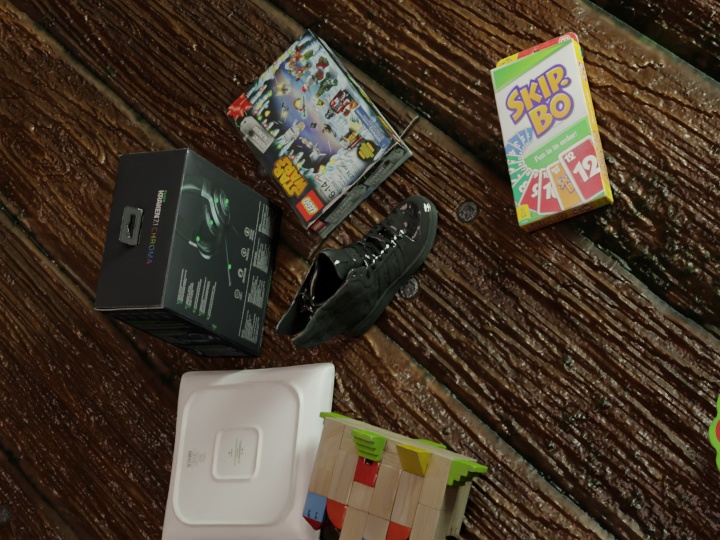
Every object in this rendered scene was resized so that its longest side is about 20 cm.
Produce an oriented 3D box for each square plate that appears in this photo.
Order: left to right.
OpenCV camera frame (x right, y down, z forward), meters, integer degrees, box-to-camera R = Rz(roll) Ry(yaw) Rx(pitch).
[{"bbox_3d":[-0.124,0.197,1.719,0.197,0.028,0.201,-5,70,29],"label":"square plate"}]

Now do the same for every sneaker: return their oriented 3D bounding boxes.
[{"bbox_3d":[-0.002,-0.002,1.671,0.060,0.104,0.200,34,91,35],"label":"sneaker"}]

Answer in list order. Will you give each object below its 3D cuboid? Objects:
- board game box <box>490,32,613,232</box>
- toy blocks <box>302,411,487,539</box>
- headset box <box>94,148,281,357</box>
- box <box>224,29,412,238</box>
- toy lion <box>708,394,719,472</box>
[{"bbox_3d":[0.191,-0.146,1.658,0.095,0.030,0.201,-19,61,23],"label":"board game box"},{"bbox_3d":[0.022,0.229,1.590,0.199,0.100,0.137,15,92,33],"label":"toy blocks"},{"bbox_3d":[-0.182,-0.016,1.727,0.092,0.200,0.175,-2,72,30],"label":"headset box"},{"bbox_3d":[-0.049,-0.152,1.794,0.137,0.040,0.200,-44,57,11],"label":"box"},{"bbox_3d":[0.390,0.166,1.409,0.191,0.069,0.201,0,73,38],"label":"toy lion"}]
